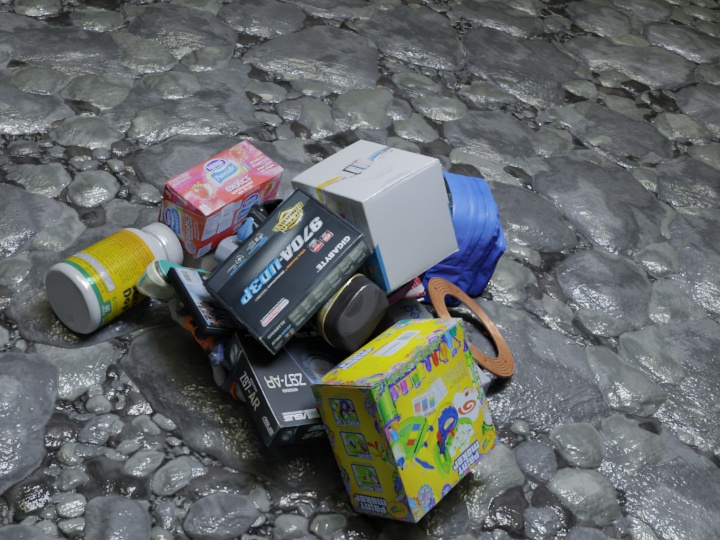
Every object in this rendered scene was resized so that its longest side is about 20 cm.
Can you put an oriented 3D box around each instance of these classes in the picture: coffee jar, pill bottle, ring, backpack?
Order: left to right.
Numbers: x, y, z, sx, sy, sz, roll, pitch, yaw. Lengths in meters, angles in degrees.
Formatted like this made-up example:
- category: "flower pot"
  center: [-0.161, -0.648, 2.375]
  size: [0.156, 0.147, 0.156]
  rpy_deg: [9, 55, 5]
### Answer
- category: "pill bottle"
  center: [-0.371, 0.004, 1.441]
  size: [0.112, 0.114, 0.199]
  rpy_deg: [32, 42, 21]
- category: "coffee jar"
  center: [-0.058, 0.036, 1.337]
  size: [0.198, 0.086, 0.105]
  rpy_deg: [25, 70, 37]
- category: "backpack"
  center: [0.166, -0.066, 1.622]
  size: [0.165, 0.202, 0.164]
  rpy_deg: [3, 39, -20]
- category: "ring"
  center: [0.175, 0.094, 1.513]
  size: [0.200, 0.019, 0.201]
  rpy_deg: [39, 22, -19]

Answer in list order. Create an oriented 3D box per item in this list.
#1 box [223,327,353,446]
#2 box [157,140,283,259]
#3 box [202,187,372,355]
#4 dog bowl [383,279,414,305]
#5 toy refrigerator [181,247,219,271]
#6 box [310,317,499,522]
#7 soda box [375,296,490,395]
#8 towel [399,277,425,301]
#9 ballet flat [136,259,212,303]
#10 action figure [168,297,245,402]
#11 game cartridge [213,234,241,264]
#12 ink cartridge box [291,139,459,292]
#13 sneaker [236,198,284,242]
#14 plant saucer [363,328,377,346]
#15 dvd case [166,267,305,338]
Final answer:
- category: "box"
  center: [-0.075, 0.157, 1.313]
  size: [0.198, 0.044, 0.161]
  rpy_deg: [1, 47, -41]
- category: "box"
  center: [-0.228, -0.119, 1.536]
  size: [0.095, 0.101, 0.199]
  rpy_deg: [37, 43, 15]
- category: "box"
  center: [-0.103, -0.004, 1.300]
  size: [0.200, 0.046, 0.158]
  rpy_deg: [-45, 49, -9]
- category: "dog bowl"
  center: [0.000, 0.000, 1.487]
  size: [0.196, 0.075, 0.201]
  rpy_deg: [-14, 27, 7]
- category: "toy refrigerator"
  center: [-0.242, -0.076, 1.610]
  size: [0.075, 0.071, 0.200]
  rpy_deg: [28, 41, 15]
- category: "box"
  center: [0.065, 0.195, 1.264]
  size: [0.121, 0.196, 0.199]
  rpy_deg: [-5, 18, 45]
- category: "soda box"
  center: [0.106, 0.131, 1.422]
  size: [0.067, 0.064, 0.200]
  rpy_deg: [-16, 48, -31]
- category: "towel"
  center: [0.017, 0.006, 1.578]
  size: [0.141, 0.023, 0.201]
  rpy_deg: [-14, 33, -7]
- category: "ballet flat"
  center: [-0.268, 0.030, 1.458]
  size: [0.199, 0.062, 0.068]
  rpy_deg: [26, 30, -52]
- category: "action figure"
  center: [-0.180, 0.119, 1.404]
  size: [0.198, 0.105, 0.195]
  rpy_deg: [5, 42, -47]
- category: "game cartridge"
  center: [-0.152, -0.017, 1.536]
  size: [0.132, 0.041, 0.199]
  rpy_deg: [32, 15, 15]
- category: "ink cartridge box"
  center: [0.020, -0.085, 1.388]
  size: [0.143, 0.149, 0.199]
  rpy_deg: [-30, 29, -24]
- category: "sneaker"
  center: [-0.127, -0.074, 1.544]
  size: [0.070, 0.084, 0.199]
  rpy_deg: [28, 12, 23]
- category: "plant saucer"
  center: [0.045, 0.143, 1.468]
  size: [0.196, 0.037, 0.202]
  rpy_deg: [9, 39, -7]
- category: "dvd case"
  center: [-0.176, 0.055, 1.388]
  size: [0.198, 0.018, 0.143]
  rpy_deg: [11, 30, -43]
